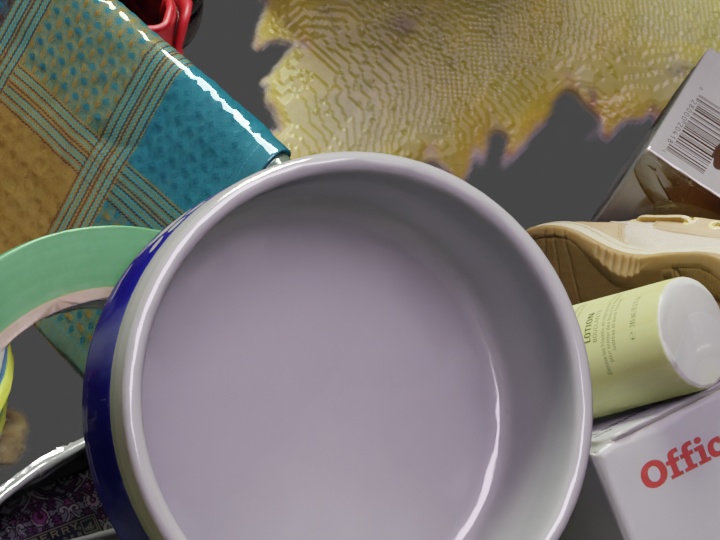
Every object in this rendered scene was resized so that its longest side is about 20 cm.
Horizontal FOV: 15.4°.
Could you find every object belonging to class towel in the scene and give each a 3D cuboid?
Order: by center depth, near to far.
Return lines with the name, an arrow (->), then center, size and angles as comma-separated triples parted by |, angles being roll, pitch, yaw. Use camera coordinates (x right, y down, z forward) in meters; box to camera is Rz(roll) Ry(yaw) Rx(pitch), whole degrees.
towel -> -0.130, -0.049, 1.219 | 0.200, 0.147, 0.022 | 42, 18, 27

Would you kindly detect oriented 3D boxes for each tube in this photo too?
tube -> 0.075, 0.050, 1.224 | 0.058, 0.200, 0.052 | -29, 99, -47

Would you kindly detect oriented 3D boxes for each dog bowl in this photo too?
dog bowl -> -0.010, 0.055, 1.087 | 0.200, 0.079, 0.201 | 2, 84, -20

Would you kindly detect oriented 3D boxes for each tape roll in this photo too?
tape roll -> -0.106, 0.083, 1.116 | 0.200, 0.048, 0.201 | 2, 83, -19

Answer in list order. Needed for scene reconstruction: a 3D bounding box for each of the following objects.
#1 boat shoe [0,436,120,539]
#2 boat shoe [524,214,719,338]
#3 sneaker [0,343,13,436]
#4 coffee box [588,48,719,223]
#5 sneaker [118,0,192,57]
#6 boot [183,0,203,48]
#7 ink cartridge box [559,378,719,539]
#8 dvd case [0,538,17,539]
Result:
boat shoe -> -0.090, 0.091, 1.213 | 0.200, 0.069, 0.072 | -17, 70, -23
boat shoe -> 0.147, 0.010, 1.268 | 0.069, 0.200, 0.074 | -13, 103, -30
sneaker -> -0.197, 0.072, 1.171 | 0.076, 0.105, 0.200 | 18, 61, -7
coffee box -> 0.221, -0.004, 1.329 | 0.200, 0.114, 0.080 | 34, 58, 1
sneaker -> -0.107, -0.058, 1.257 | 0.078, 0.116, 0.200 | -18, 69, -23
boot -> -0.133, -0.200, 1.289 | 0.200, 0.174, 0.069 | 28, 59, -2
ink cartridge box -> 0.179, 0.145, 1.219 | 0.146, 0.083, 0.200 | -23, 95, -25
dvd case -> -0.076, 0.195, 1.151 | 0.200, 0.022, 0.146 | 8, 82, -18
